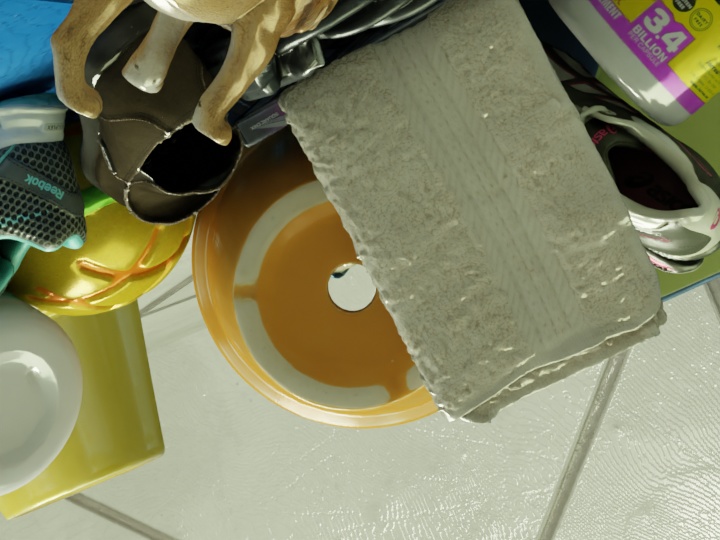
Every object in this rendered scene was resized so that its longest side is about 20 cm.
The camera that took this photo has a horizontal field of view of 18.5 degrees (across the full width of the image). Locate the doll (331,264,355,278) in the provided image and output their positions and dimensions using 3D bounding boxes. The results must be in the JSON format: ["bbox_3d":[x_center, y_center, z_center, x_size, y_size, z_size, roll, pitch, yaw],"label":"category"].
[{"bbox_3d":[-0.010,-0.062,1.419,0.048,0.137,0.200,15,133,-17],"label":"doll"}]

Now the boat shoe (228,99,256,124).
[{"bbox_3d":[-0.069,-0.083,1.411,0.072,0.076,0.200,-56,178,-9],"label":"boat shoe"}]

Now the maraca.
[{"bbox_3d":[-0.158,-0.027,1.273,0.137,0.107,0.200,-22,177,-15],"label":"maraca"}]

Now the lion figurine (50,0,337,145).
[{"bbox_3d":[-0.065,-0.116,0.795,0.123,0.072,0.200,-59,158,14],"label":"lion figurine"}]

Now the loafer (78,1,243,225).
[{"bbox_3d":[-0.097,-0.059,1.097,0.073,0.071,0.200,-39,165,-7],"label":"loafer"}]

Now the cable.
[{"bbox_3d":[-0.009,-0.137,1.100,0.163,0.051,0.200,-31,-173,-12],"label":"cable"}]

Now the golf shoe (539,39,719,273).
[{"bbox_3d":[0.111,-0.076,1.163,0.077,0.200,0.088,-58,169,-3],"label":"golf shoe"}]

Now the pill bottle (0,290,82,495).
[{"bbox_3d":[-0.252,0.044,1.242,0.111,0.111,0.200,-20,-149,-36],"label":"pill bottle"}]

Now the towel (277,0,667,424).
[{"bbox_3d":[0.059,-0.030,1.101,0.132,0.200,0.034,-28,-169,7],"label":"towel"}]

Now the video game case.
[{"bbox_3d":[0.035,-0.137,1.181,0.200,0.019,0.143,-28,-170,22],"label":"video game case"}]

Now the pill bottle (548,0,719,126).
[{"bbox_3d":[0.199,-0.174,1.130,0.200,0.104,0.104,-42,172,12],"label":"pill bottle"}]

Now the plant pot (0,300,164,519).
[{"bbox_3d":[-0.238,0.074,1.647,0.201,0.189,0.201,-23,176,-2],"label":"plant pot"}]

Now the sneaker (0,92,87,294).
[{"bbox_3d":[-0.223,-0.017,1.152,0.200,0.091,0.078,-25,175,30],"label":"sneaker"}]

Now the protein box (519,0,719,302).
[{"bbox_3d":[0.158,-0.093,1.310,0.135,0.199,0.200,-25,-175,13],"label":"protein box"}]

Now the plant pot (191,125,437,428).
[{"bbox_3d":[0.000,0.000,1.225,0.200,0.200,0.183,-23,-173,5],"label":"plant pot"}]
